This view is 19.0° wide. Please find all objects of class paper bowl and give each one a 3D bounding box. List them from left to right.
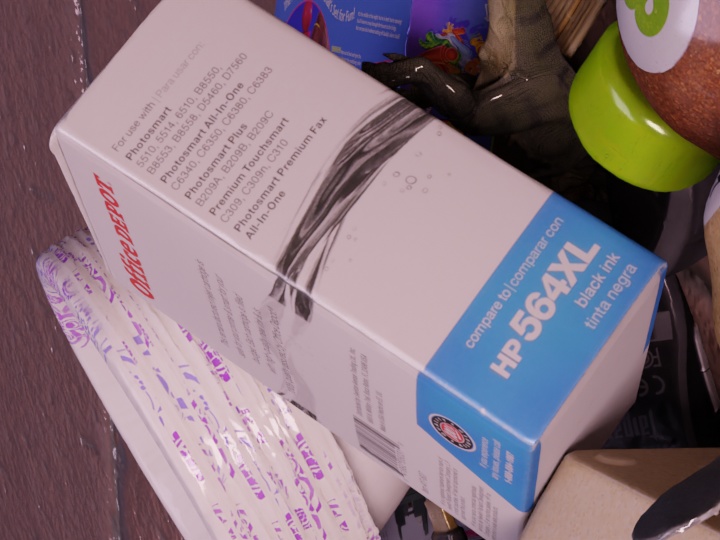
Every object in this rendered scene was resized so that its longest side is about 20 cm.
[{"bbox_3d":[-0.049,0.056,0.937,0.201,0.104,0.201,56,168,19],"label":"paper bowl"}]

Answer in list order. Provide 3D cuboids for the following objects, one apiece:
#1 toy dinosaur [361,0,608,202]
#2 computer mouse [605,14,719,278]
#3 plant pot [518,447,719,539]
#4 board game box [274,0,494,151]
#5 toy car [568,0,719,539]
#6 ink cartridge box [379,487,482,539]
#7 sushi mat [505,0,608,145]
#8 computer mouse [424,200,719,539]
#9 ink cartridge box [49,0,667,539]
[{"bbox_3d":[0.047,-0.067,0.807,0.200,0.087,0.048,60,-152,-61],"label":"toy dinosaur"},{"bbox_3d":[0.126,-0.093,0.750,0.139,0.052,0.202,-118,28,-64],"label":"computer mouse"},{"bbox_3d":[0.144,0.161,0.714,0.200,0.198,0.179,25,110,59],"label":"plant pot"},{"bbox_3d":[0.003,-0.065,0.961,0.200,0.044,0.136,-149,66,-69],"label":"board game box"},{"bbox_3d":[0.123,-0.019,0.585,0.157,0.201,0.165,31,141,-1],"label":"toy car"},{"bbox_3d":[0.017,0.075,1.018,0.200,0.042,0.120,145,119,-65],"label":"ink cartridge box"},{"bbox_3d":[0.077,-0.127,0.823,0.200,0.012,0.097,119,146,-69],"label":"sushi mat"},{"bbox_3d":[0.086,0.070,0.882,0.139,0.046,0.202,-14,102,26],"label":"computer mouse"},{"bbox_3d":[0.000,0.000,0.770,0.199,0.084,0.146,34,164,14],"label":"ink cartridge box"}]
